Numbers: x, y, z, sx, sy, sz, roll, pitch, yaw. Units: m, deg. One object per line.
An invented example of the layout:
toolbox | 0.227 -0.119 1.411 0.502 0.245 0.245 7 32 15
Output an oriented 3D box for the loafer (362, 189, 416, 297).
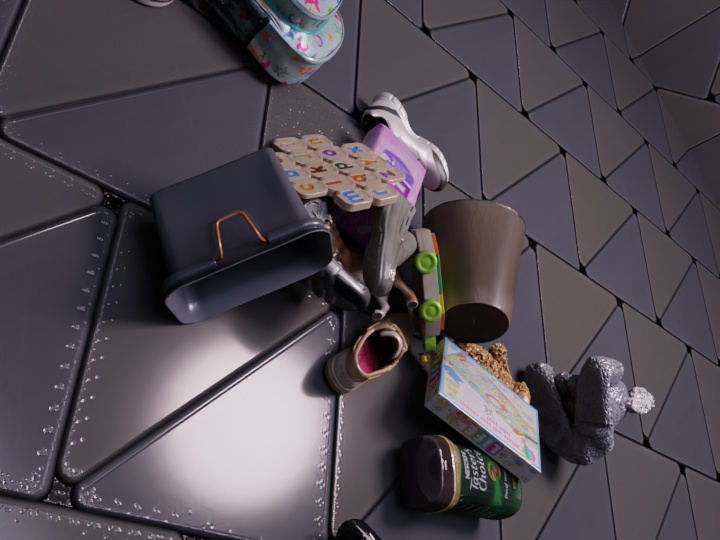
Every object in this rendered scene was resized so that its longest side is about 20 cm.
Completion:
loafer | 0.047 -0.039 1.000 0.069 0.070 0.202 24 44 -12

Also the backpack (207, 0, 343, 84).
backpack | -0.115 -0.398 1.102 0.201 0.149 0.178 53 40 -18

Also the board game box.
board game box | 0.185 0.206 1.079 0.199 0.034 0.135 39 30 -11

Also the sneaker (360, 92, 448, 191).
sneaker | 0.073 -0.211 1.256 0.200 0.074 0.080 48 45 -4

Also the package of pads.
package of pads | 0.031 -0.130 1.158 0.120 0.075 0.202 40 45 -20

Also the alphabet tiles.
alphabet tiles | -0.039 -0.144 1.039 0.194 0.015 0.200 -15 43 -38

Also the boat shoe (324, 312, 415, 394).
boat shoe | 0.032 0.112 1.034 0.199 0.069 0.074 -35 96 -49

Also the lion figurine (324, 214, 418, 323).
lion figurine | 0.000 0.000 1.044 0.199 0.073 0.123 31 27 -28

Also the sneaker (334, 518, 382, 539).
sneaker | 0.035 0.388 0.901 0.202 0.069 0.090 60 26 -3

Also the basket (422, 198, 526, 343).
basket | 0.183 0.004 1.176 0.177 0.137 0.202 6 52 2

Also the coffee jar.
coffee jar | 0.143 0.299 1.039 0.198 0.085 0.106 20 55 -38

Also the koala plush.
koala plush | 0.423 0.244 1.312 0.198 0.176 0.187 -2 82 -47

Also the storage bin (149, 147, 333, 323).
storage bin | -0.149 -0.050 0.838 0.197 0.146 0.136 -24 72 -8

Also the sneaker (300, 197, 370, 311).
sneaker | -0.052 -0.039 0.957 0.198 0.075 0.116 32 58 7

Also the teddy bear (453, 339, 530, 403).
teddy bear | 0.214 0.186 1.188 0.201 0.066 0.145 55 43 -8

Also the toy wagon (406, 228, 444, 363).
toy wagon | 0.099 0.039 1.094 0.155 0.039 0.204 -113 -164 -84

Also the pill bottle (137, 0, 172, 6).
pill bottle | -0.244 -0.453 0.945 0.113 0.199 0.116 23 54 -36
